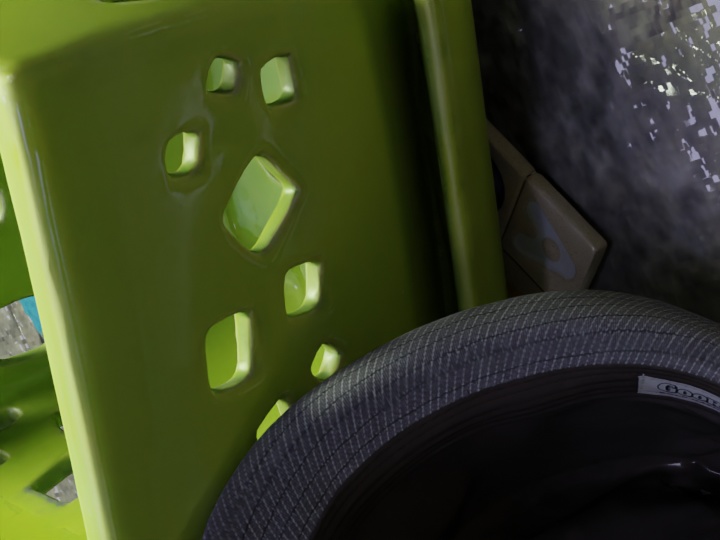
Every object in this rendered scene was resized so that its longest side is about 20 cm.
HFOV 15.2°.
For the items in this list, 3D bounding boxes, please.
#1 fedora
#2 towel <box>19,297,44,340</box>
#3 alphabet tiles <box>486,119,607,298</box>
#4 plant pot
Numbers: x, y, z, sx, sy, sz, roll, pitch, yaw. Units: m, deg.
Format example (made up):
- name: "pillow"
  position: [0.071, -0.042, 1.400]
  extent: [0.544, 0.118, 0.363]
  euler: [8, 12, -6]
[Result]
- name: "fedora"
  position: [0.056, 0.101, 0.765]
  extent: [0.090, 0.200, 0.177]
  euler: [72, 172, -76]
- name: "towel"
  position: [-0.084, 0.012, 1.021]
  extent: [0.200, 0.022, 0.147]
  euler: [55, 148, 15]
- name: "alphabet tiles"
  position: [0.000, 0.000, 0.914]
  extent: [0.167, 0.008, 0.200]
  euler: [47, 144, 23]
- name: "plant pot"
  position: [-0.069, -0.017, 0.824]
  extent: [0.200, 0.181, 0.200]
  euler: [20, 127, 46]
